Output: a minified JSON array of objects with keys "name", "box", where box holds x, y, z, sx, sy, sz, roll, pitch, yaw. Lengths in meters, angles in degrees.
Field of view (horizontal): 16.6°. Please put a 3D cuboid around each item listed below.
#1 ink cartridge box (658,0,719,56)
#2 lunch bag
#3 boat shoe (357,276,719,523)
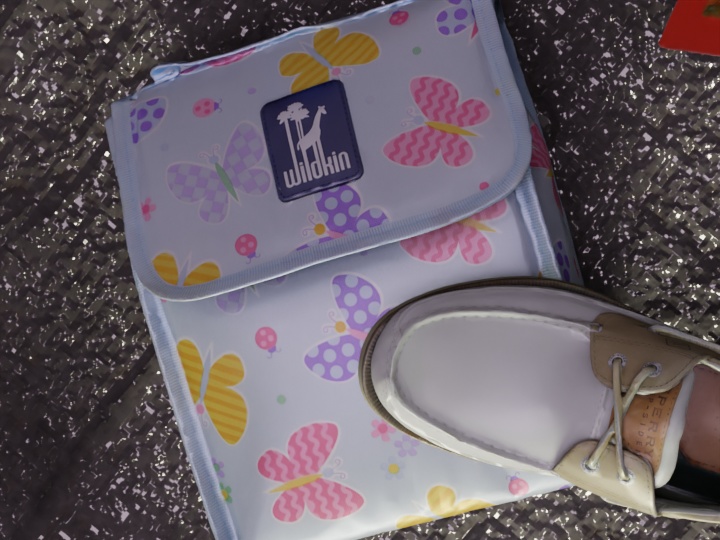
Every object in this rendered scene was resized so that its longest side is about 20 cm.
[{"name":"ink cartridge box","box":[0.202,-0.164,0.868,0.162,0.057,0.200,13,64,39]},{"name":"lunch bag","box":[0.000,0.000,0.986,0.169,0.127,0.200,-14,95,8]},{"name":"boat shoe","box":[0.101,0.049,0.902,0.200,0.068,0.075,10,95,-12]}]
